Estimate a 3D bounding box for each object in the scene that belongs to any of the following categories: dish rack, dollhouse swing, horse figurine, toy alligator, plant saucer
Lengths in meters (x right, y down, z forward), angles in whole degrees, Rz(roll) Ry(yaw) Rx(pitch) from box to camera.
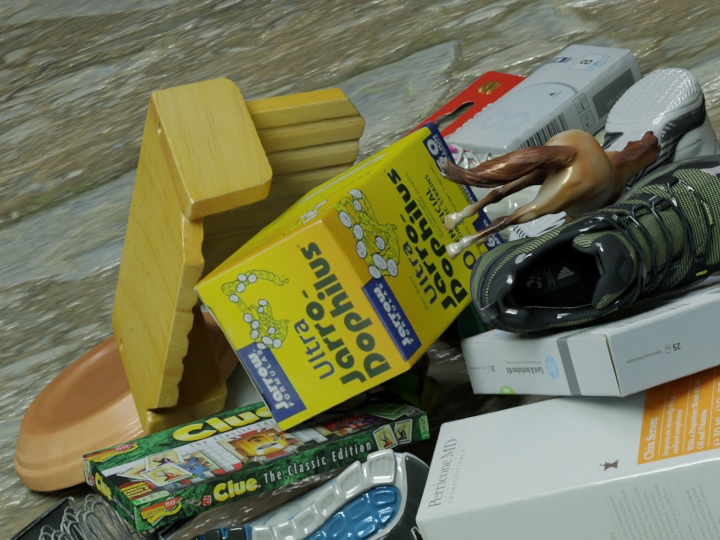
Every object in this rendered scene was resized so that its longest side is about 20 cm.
[{"bbox_3d":[-0.173,0.176,1.363,0.199,0.055,0.153,-31,6,36],"label":"dish rack"},{"bbox_3d":[-0.069,-0.012,1.483,0.174,0.201,0.182,0,37,-21],"label":"dollhouse swing"},{"bbox_3d":[0.120,-0.050,1.336,0.132,0.050,0.200,-33,-17,15],"label":"horse figurine"},{"bbox_3d":[0.010,0.068,1.495,0.055,0.059,0.200,-62,19,19],"label":"toy alligator"},{"bbox_3d":[-0.180,0.089,1.595,0.199,0.038,0.200,-29,19,11],"label":"plant saucer"}]

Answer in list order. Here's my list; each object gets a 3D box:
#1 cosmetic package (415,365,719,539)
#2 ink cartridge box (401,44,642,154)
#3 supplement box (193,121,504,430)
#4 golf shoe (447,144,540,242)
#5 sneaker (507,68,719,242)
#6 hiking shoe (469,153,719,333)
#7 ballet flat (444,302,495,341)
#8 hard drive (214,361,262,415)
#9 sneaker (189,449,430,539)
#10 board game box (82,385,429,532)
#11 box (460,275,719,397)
[{"bbox_3d":[0.142,0.125,1.246,0.198,0.072,0.102,-15,27,20],"label":"cosmetic package"},{"bbox_3d":[0.117,-0.137,1.798,0.160,0.048,0.199,-38,31,-27],"label":"ink cartridge box"},{"bbox_3d":[0.000,0.000,1.376,0.109,0.109,0.200,-28,9,31],"label":"supplement box"},{"bbox_3d":[0.092,-0.062,1.627,0.199,0.092,0.075,-24,24,-4],"label":"golf shoe"},{"bbox_3d":[0.190,-0.035,1.479,0.200,0.115,0.075,-50,32,-15],"label":"sneaker"},{"bbox_3d":[0.162,-0.007,1.258,0.199,0.076,0.101,-25,9,5],"label":"hiking shoe"},{"bbox_3d":[0.086,0.023,1.501,0.068,0.069,0.200,-17,23,-14],"label":"ballet flat"},{"bbox_3d":[-0.060,0.073,1.575,0.131,0.026,0.200,-1,35,40],"label":"hard drive"},{"bbox_3d":[-0.036,0.175,1.330,0.199,0.076,0.087,-25,-2,7],"label":"sneaker"},{"bbox_3d":[-0.067,0.112,1.341,0.198,0.024,0.105,-16,16,-23],"label":"board game box"},{"bbox_3d":[0.172,0.039,1.310,0.155,0.042,0.200,-16,4,-23],"label":"box"}]
